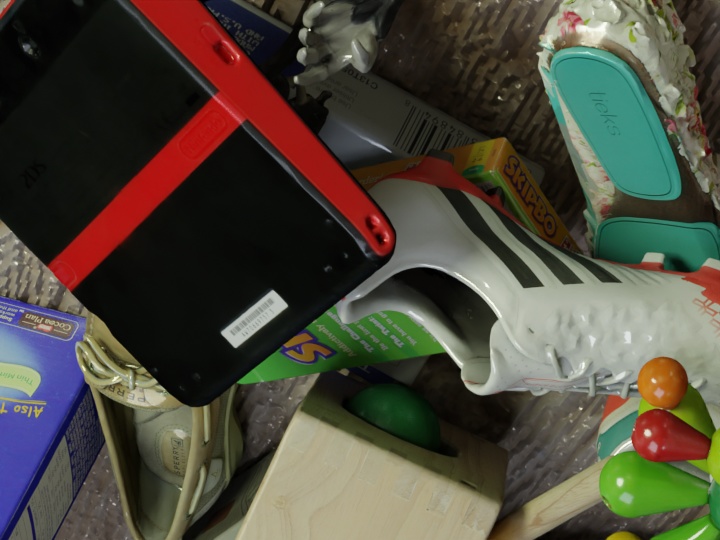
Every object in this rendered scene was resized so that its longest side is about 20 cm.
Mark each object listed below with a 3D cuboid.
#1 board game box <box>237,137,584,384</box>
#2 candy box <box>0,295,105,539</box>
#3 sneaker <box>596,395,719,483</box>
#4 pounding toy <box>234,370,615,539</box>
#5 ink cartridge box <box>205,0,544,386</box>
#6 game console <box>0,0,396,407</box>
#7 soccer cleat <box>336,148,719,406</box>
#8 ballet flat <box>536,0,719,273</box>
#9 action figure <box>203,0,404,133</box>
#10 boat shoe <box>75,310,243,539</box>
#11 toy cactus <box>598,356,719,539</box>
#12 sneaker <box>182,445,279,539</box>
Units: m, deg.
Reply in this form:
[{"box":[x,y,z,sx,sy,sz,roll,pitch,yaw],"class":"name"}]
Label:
[{"box":[0.000,0.000,1.255,0.199,0.030,0.096,-13,129,33],"class":"board game box"},{"box":[-0.233,0.102,1.426,0.169,0.200,0.077,14,140,15],"class":"candy box"},{"box":[0.195,0.081,1.247,0.199,0.094,0.070,7,138,23],"class":"sneaker"},{"box":[0.017,0.134,1.304,0.142,0.201,0.184,25,-173,1],"class":"pounding toy"},{"box":[-0.042,-0.027,1.302,0.196,0.043,0.200,28,140,-3],"class":"ink cartridge box"},{"box":[-0.085,-0.040,1.156,0.177,0.031,0.200,45,148,-4],"class":"game console"},{"box":[0.085,0.024,1.152,0.199,0.085,0.069,25,144,1],"class":"soccer cleat"},{"box":[0.123,-0.044,1.171,0.075,0.064,0.200,8,141,23],"class":"ballet flat"},{"box":[-0.029,-0.120,1.121,0.119,0.102,0.200,37,130,13],"class":"action figure"},{"box":[-0.101,0.065,1.405,0.073,0.063,0.201,19,148,14],"class":"boat shoe"},{"box":[0.173,0.098,1.117,0.164,0.103,0.200,5,155,8],"class":"toy cactus"},{"box":[-0.040,0.160,1.483,0.106,0.075,0.200,40,139,-13],"class":"sneaker"}]
